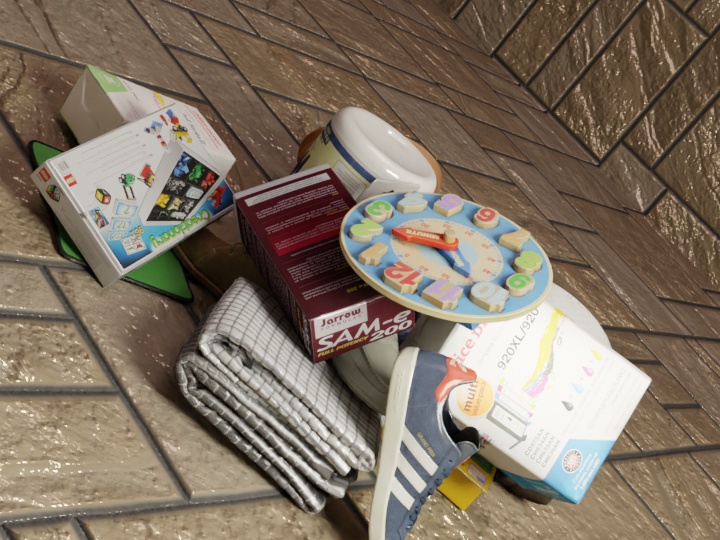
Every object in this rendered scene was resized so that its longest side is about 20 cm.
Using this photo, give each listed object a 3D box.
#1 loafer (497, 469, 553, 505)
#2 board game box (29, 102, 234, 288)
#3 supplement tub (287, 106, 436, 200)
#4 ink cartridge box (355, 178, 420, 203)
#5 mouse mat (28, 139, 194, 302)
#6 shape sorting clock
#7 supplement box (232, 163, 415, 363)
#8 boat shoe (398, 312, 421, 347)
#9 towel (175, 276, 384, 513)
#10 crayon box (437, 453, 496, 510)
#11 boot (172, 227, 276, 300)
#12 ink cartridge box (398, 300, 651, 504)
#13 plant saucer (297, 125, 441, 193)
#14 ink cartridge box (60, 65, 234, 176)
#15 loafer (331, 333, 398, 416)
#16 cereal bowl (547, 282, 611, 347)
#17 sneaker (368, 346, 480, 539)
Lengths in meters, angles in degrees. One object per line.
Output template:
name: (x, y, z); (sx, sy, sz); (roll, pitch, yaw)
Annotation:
loafer: (0.212, 0.223, 1.441); (0.072, 0.073, 0.200); (51, 26, 2)
board game box: (-0.215, -0.079, 1.212); (0.127, 0.034, 0.200); (57, 37, -3)
supplement tub: (-0.023, -0.071, 1.421); (0.144, 0.200, 0.145); (34, 21, -15)
ink cartridge box: (0.000, 0.000, 1.316); (0.067, 0.200, 0.117); (47, 22, 21)
mouse mat: (-0.254, -0.051, 1.252); (0.160, 0.008, 0.201); (24, 25, -39)
shape sorting clock: (0.078, -0.018, 1.116); (0.197, 0.040, 0.201); (7, 37, -6)
supplement box: (-0.037, -0.012, 1.177); (0.108, 0.061, 0.201); (-19, 44, -15)
boat shoe: (0.034, 0.085, 1.361); (0.069, 0.083, 0.200); (63, 21, -9)
towel: (-0.072, 0.113, 1.126); (0.200, 0.086, 0.166); (43, 12, -6)
crayon box: (0.090, 0.176, 1.331); (0.125, 0.052, 0.200); (41, 19, 2)
boot: (-0.129, -0.008, 1.287); (0.200, 0.076, 0.073); (46, 23, 17)
ink cartridge box: (0.148, 0.108, 1.219); (0.199, 0.148, 0.145); (36, -9, -10)
plant saucer: (0.010, -0.129, 1.661); (0.199, 0.199, 0.033); (29, 60, -28)
ink cartridge box: (-0.223, -0.146, 1.384); (0.199, 0.068, 0.117); (17, 25, -47)
loafer: (0.006, 0.064, 1.175); (0.070, 0.070, 0.201); (34, 16, -41)
cereal bowl: (0.179, 0.097, 1.386); (0.200, 0.200, 0.083); (40, 57, 0)
sneaker: (0.058, 0.170, 1.069); (0.083, 0.203, 0.075); (9, 13, 7)
